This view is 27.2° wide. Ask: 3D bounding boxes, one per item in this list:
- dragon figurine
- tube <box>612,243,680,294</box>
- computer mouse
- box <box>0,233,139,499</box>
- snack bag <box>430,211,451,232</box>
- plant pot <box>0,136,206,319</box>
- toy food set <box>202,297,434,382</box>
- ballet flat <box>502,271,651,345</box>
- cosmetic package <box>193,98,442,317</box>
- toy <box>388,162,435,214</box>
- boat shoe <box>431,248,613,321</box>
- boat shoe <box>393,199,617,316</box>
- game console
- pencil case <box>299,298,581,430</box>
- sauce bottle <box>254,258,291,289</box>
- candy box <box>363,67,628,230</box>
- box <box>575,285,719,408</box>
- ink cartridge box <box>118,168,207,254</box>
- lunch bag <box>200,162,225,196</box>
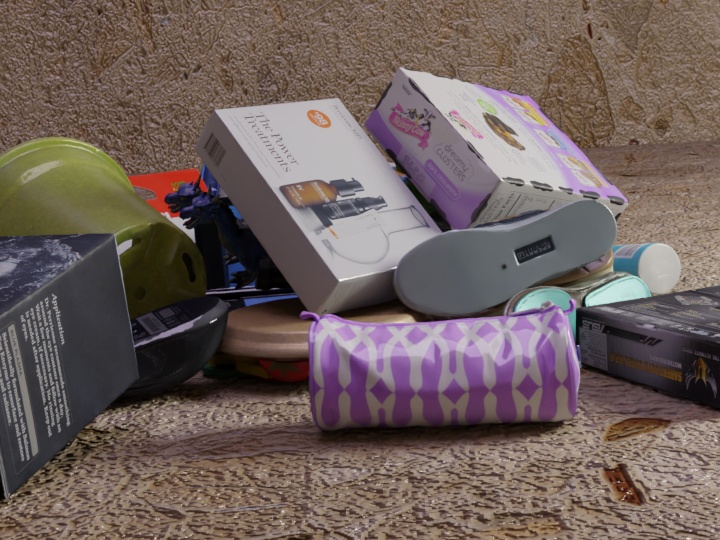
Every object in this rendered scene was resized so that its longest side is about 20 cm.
[{"bbox_3d":[-0.073,-0.043,1.326,0.198,0.100,0.059,-6,43,-11],"label":"dragon figurine"},{"bbox_3d":[0.259,-0.005,1.562,0.077,0.051,0.200,-2,3,-21],"label":"tube"},{"bbox_3d":[-0.194,0.077,1.186,0.198,0.053,0.138,-20,14,-10],"label":"computer mouse"},{"bbox_3d":[-0.286,0.059,1.019,0.195,0.119,0.200,-1,18,18],"label":"box"},{"bbox_3d":[0.067,-0.068,1.498,0.187,0.022,0.200,2,18,-31],"label":"snack bag"},{"bbox_3d":[-0.239,-0.001,1.334,0.199,0.202,0.184,-10,23,-38],"label":"plant pot"},{"bbox_3d":[-0.031,0.057,1.253,0.199,0.049,0.197,-11,11,-37],"label":"toy food set"},{"bbox_3d":[0.172,0.046,1.253,0.199,0.068,0.064,-11,-15,-45],"label":"ballet flat"},{"bbox_3d":[-0.029,-0.060,1.284,0.150,0.052,0.200,-10,55,-46],"label":"cosmetic package"},{"bbox_3d":[0.072,-0.096,1.470,0.114,0.048,0.200,14,17,4],"label":"toy"},{"bbox_3d":[0.134,0.026,1.347,0.198,0.065,0.072,-17,46,-2],"label":"boat shoe"},{"bbox_3d":[0.115,-0.006,1.265,0.199,0.071,0.091,-16,-2,-13],"label":"boat shoe"},{"bbox_3d":[-0.064,-0.013,1.481,0.198,0.120,0.171,-5,9,-7],"label":"game console"},{"bbox_3d":[0.059,0.066,1.040,0.198,0.086,0.084,-4,7,2],"label":"pencil case"},{"bbox_3d":[0.000,0.000,1.401,0.198,0.067,0.066,1,8,-9],"label":"sauce bottle"},{"bbox_3d":[0.127,-0.100,1.392,0.199,0.072,0.168,5,38,-46],"label":"candy box"},{"bbox_3d":[0.283,0.055,1.144,0.157,0.049,0.200,-7,10,-25],"label":"box"},{"bbox_3d":[-0.215,-0.041,1.592,0.199,0.175,0.044,-10,-26,-37],"label":"ink cartridge box"},{"bbox_3d":[-0.125,-0.084,1.750,0.131,0.202,0.136,1,-28,15],"label":"lunch bag"}]
